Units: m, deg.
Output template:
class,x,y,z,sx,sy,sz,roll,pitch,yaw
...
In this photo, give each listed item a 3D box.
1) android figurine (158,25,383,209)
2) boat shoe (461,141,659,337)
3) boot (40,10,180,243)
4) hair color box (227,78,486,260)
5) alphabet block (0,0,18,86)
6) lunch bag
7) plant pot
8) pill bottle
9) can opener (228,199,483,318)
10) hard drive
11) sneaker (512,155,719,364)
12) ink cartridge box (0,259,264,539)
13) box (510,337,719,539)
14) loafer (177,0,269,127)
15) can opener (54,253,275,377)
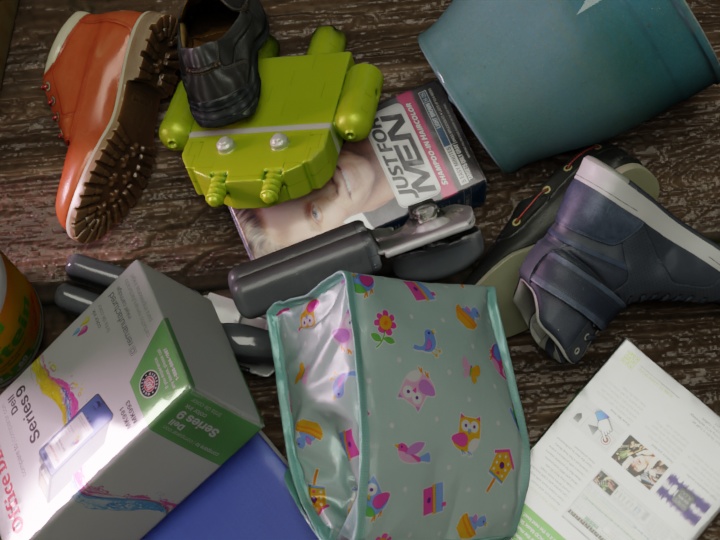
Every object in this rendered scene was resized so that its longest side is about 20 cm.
class,x,y,z,sx,sy,sz,roll,pitch,yaw
android figurine,-0.073,-0.122,1.358,0.181,0.041,0.201,-1,46,19
boat shoe,0.148,-0.021,1.363,0.201,0.074,0.063,-43,38,2
boot,-0.225,-0.123,1.408,0.107,0.075,0.201,13,79,23
hair color box,-0.006,-0.067,1.380,0.199,0.061,0.101,-24,75,-3
alphabet block,-0.400,-0.205,1.362,0.194,0.200,0.198,5,75,4
lunch bag,0.031,0.114,1.255,0.170,0.122,0.201,5,69,-40
plant pot,0.155,-0.181,1.343,0.187,0.200,0.201,-34,76,8
pill bottle,-0.317,0.021,1.289,0.110,0.200,0.112,-1,75,3
can opener,0.000,0.000,1.313,0.199,0.053,0.067,-21,112,-4
hard drive,-0.075,0.220,1.254,0.132,0.025,0.200,-44,70,6
sneaker,0.211,0.021,1.322,0.202,0.077,0.147,31,92,-25
ink cartridge box,-0.186,0.117,1.266,0.200,0.087,0.146,-44,45,16
box,0.197,0.173,1.320,0.144,0.036,0.200,41,79,12
loafer,-0.115,-0.202,1.375,0.072,0.073,0.201,-16,39,4
can opener,-0.151,0.032,1.356,0.199,0.067,0.054,17,75,7
